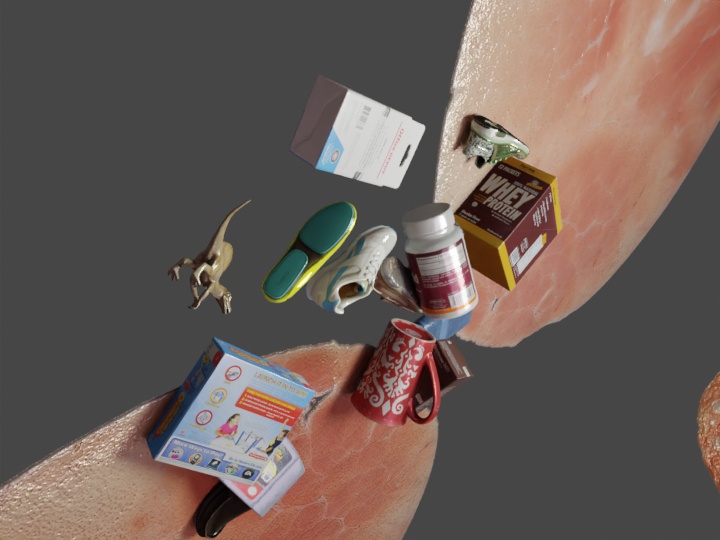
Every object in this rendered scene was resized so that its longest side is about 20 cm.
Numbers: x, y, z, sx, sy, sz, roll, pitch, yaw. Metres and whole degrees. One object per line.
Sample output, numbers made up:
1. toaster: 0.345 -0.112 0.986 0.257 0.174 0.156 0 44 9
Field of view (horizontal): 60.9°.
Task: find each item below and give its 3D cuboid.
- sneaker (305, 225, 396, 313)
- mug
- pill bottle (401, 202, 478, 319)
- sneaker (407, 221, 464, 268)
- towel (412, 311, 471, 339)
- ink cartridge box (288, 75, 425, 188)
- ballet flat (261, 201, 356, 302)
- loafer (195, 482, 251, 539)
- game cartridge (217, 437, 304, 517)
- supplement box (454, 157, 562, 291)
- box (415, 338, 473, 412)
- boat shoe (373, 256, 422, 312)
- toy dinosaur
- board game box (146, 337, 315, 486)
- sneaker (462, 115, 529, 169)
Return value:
1. sneaker: 0.000 0.000 1.079 0.200 0.081 0.077 -42 143 -21
2. mug: 0.095 0.224 1.326 0.133 0.177 0.201 -76 -173 -78
3. pill bottle: 0.148 -0.019 1.164 0.114 0.114 0.201 -30 113 -32
4. sneaker: 0.150 -0.015 1.257 0.070 0.075 0.201 -15 129 -44
5. towel: 0.186 0.124 1.448 0.200 0.048 0.112 -28 140 -33
6. ink cartridge box: 0.000 -0.199 0.917 0.200 0.067 0.116 5 114 -52
7. ballet flat: -0.081 -0.028 0.981 0.200 0.067 0.067 -49 167 -5
8. loafer: -0.236 0.434 1.167 0.200 0.071 0.073 -54 147 -2
9. game cartridge: -0.190 0.344 1.115 0.133 0.041 0.200 -47 122 -19
10. supplement box: 0.325 -0.102 1.349 0.200 0.133 0.197 -49 146 -10
11. box: 0.146 0.248 1.391 0.200 0.100 0.075 -42 153 29
12. boat shoe: 0.070 0.031 1.208 0.200 0.072 0.076 44 41 -50
13. toy dinosaur: -0.209 -0.013 0.847 0.101 0.058 0.201 -41 155 -46
14. board game box: -0.206 0.235 0.997 0.200 0.056 0.196 33 91 -39
15. sneaker: 0.261 -0.243 1.219 0.200 0.077 0.089 9 125 -48
